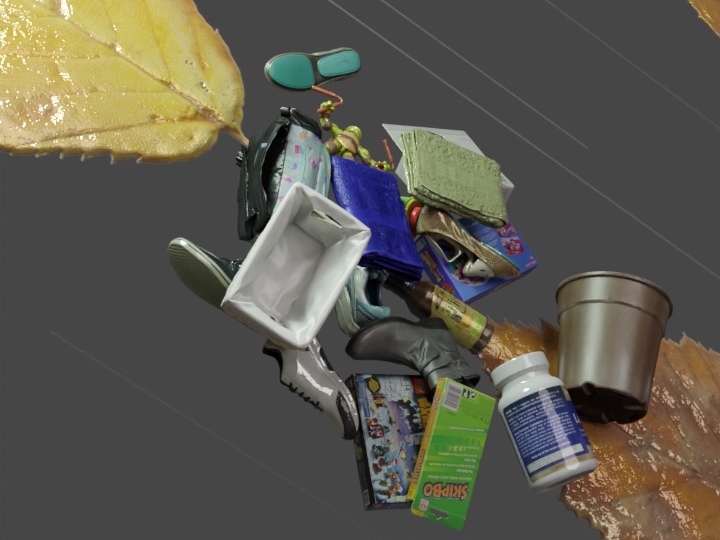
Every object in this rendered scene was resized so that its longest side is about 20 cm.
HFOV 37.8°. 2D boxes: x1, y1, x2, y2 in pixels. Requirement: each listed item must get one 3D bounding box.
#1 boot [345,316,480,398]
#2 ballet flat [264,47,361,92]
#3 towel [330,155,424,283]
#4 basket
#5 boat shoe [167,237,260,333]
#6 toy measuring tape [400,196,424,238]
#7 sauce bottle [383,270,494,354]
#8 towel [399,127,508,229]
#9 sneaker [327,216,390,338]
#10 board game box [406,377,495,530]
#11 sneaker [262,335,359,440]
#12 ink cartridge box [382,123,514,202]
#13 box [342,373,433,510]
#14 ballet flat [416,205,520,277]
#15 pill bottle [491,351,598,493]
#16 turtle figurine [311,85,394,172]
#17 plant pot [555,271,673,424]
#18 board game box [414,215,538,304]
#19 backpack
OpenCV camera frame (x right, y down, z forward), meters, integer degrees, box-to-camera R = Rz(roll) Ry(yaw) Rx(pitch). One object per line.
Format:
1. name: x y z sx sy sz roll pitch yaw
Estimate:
1. boot: 0.085 0.137 1.595 0.198 0.070 0.132 -7 48 -32
2. ballet flat: -0.089 -0.346 1.828 0.199 0.063 0.068 -15 96 -33
3. towel: 0.027 -0.084 1.644 0.147 0.049 0.201 19 43 -45
4. basket: -0.097 0.001 1.476 0.135 0.123 0.201 33 73 -10
5. boat shoe: -0.197 0.015 1.548 0.199 0.075 0.063 36 46 -13
6. toy measuring tape: 0.055 -0.067 1.734 0.073 0.074 0.200 41 48 -2
7. sauce bottle: 0.123 0.061 1.706 0.199 0.065 0.065 32 51 -10
8. towel: 0.155 -0.152 1.742 0.198 0.037 0.150 17 50 -24
9. sneaker: 0.000 0.000 1.644 0.077 0.086 0.202 1 68 -50
10. board game box: 0.132 0.268 1.535 0.095 0.030 0.202 25 69 -24
11. sneaker: -0.073 0.168 1.538 0.080 0.074 0.201 -28 74 -23
12. ink cartridge box: 0.147 -0.186 1.852 0.198 0.045 0.177 -1 40 -36
13. box: 0.056 0.254 1.569 0.136 0.040 0.202 4 60 -29
14. ballet flat: 0.173 -0.030 1.739 0.199 0.070 0.066 35 77 -6
15. pill bottle: 0.286 0.239 1.661 0.115 0.116 0.202 -8 67 -33
16. turtle figurine: -0.035 -0.214 1.774 0.200 0.064 0.162 46 31 -10
17. plant pot: 0.412 0.137 1.756 0.199 0.200 0.200 24 61 -15
18. board game box: 0.199 -0.025 1.812 0.199 0.045 0.135 -23 75 -37
19. backpack: -0.119 -0.128 1.625 0.126 0.167 0.202 15 63 -24
